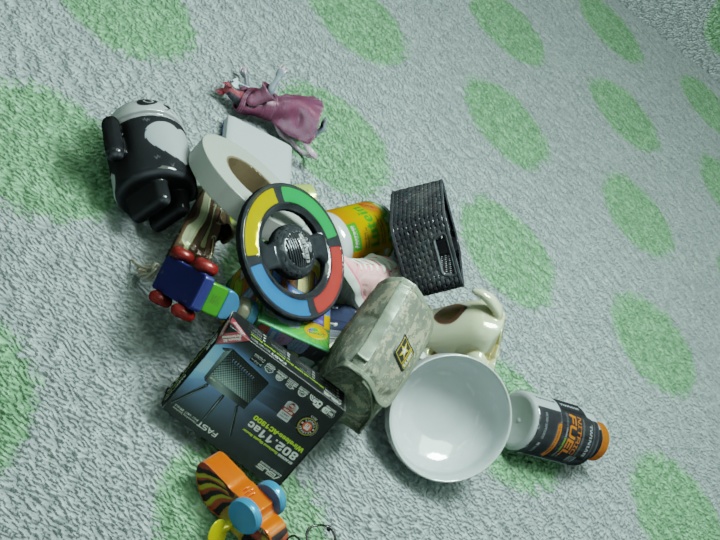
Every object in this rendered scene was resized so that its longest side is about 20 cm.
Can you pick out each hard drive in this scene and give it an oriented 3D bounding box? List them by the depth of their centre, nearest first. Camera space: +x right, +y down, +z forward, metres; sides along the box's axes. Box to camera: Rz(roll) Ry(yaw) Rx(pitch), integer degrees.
[{"bbox_3d":[-0.178,-0.162,1.752,0.132,0.025,0.200,25,43,-27],"label":"hard drive"}]

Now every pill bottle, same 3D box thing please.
[{"bbox_3d":[-0.036,-0.048,1.719,0.200,0.111,0.111,-18,71,-50],"label":"pill bottle"},{"bbox_3d":[0.341,0.278,1.800,0.200,0.106,0.106,18,46,-32],"label":"pill bottle"}]

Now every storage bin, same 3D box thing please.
[{"bbox_3d":[0.109,-0.054,1.708,0.200,0.094,0.135,-85,159,-68],"label":"storage bin"}]

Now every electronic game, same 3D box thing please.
[{"bbox_3d":[-0.095,-0.026,1.455,0.200,0.042,0.200,20,61,-43],"label":"electronic game"}]

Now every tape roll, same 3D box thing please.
[{"bbox_3d":[-0.168,-0.121,1.547,0.203,0.037,0.203,41,17,-15],"label":"tape roll"}]

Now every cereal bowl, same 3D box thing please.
[{"bbox_3d":[0.129,0.225,1.614,0.200,0.083,0.201,0,89,-14],"label":"cereal bowl"}]

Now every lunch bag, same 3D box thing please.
[{"bbox_3d":[0.020,0.117,1.469,0.117,0.200,0.164,31,62,4],"label":"lunch bag"}]

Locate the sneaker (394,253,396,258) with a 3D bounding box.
[{"bbox_3d":[0.114,-0.065,1.929,0.082,0.073,0.200,47,40,-28],"label":"sneaker"}]

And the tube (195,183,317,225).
[{"bbox_3d":[-0.167,-0.105,1.656,0.200,0.052,0.058,-7,35,-28],"label":"tube"}]

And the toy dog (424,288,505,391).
[{"bbox_3d":[0.128,0.107,1.692,0.200,0.194,0.140,11,49,10],"label":"toy dog"}]

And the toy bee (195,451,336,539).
[{"bbox_3d":[-0.138,0.327,1.312,0.131,0.109,0.200,-4,35,-37],"label":"toy bee"}]

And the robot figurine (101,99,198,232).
[{"bbox_3d":[-0.310,-0.160,1.538,0.125,0.150,0.200,-11,60,-11],"label":"robot figurine"}]

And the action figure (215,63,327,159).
[{"bbox_3d":[-0.166,-0.289,1.848,0.200,0.134,0.149,10,91,-24],"label":"action figure"}]

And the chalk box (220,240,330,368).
[{"bbox_3d":[-0.126,0.084,1.503,0.124,0.125,0.200,27,40,-25],"label":"chalk box"}]

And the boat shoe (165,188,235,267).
[{"bbox_3d":[-0.223,-0.066,1.547,0.075,0.075,0.203,29,46,-10],"label":"boat shoe"}]

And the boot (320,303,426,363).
[{"bbox_3d":[0.008,0.101,1.626,0.200,0.073,0.091,10,56,-18],"label":"boot"}]

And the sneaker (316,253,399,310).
[{"bbox_3d":[0.000,0.000,1.637,0.075,0.105,0.200,25,-18,31],"label":"sneaker"}]

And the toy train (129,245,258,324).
[{"bbox_3d":[-0.233,0.024,1.448,0.116,0.085,0.200,30,-5,-38],"label":"toy train"}]

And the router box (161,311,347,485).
[{"bbox_3d":[-0.141,0.173,1.381,0.200,0.150,0.062,38,13,-12],"label":"router box"}]
